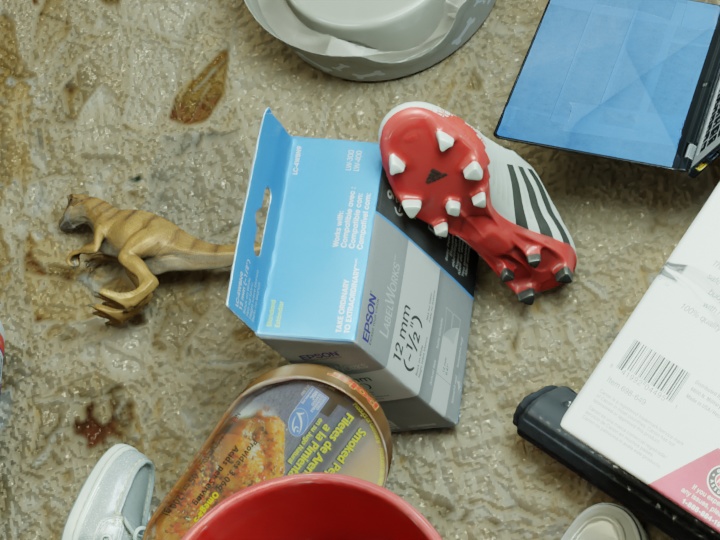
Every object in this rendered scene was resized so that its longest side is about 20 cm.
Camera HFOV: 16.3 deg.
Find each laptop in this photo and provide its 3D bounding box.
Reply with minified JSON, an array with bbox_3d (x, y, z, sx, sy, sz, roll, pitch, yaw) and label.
[{"bbox_3d":[0.210,-0.164,1.649,0.200,0.116,0.187,-43,16,42],"label":"laptop"}]

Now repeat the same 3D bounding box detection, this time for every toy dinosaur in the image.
[{"bbox_3d":[-0.143,-0.013,1.765,0.200,0.060,0.106,15,67,25],"label":"toy dinosaur"}]

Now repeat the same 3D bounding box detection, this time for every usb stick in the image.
[{"bbox_3d":[0.183,0.132,1.581,0.200,0.033,0.055,33,42,31],"label":"usb stick"}]

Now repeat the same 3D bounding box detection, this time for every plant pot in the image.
[{"bbox_3d":[-0.009,0.243,1.510,0.200,0.177,0.201,-8,61,15],"label":"plant pot"}]

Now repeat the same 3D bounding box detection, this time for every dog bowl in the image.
[{"bbox_3d":[0.014,-0.225,1.825,0.200,0.059,0.200,-8,61,15],"label":"dog bowl"}]

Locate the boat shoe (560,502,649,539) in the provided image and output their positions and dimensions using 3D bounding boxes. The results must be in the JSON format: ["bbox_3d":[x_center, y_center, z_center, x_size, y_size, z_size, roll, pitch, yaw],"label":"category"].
[{"bbox_3d":[0.123,0.228,1.538,0.072,0.066,0.200,16,69,27],"label":"boat shoe"}]

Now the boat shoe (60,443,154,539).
[{"bbox_3d":[-0.163,0.214,1.645,0.065,0.074,0.202,8,70,16],"label":"boat shoe"}]

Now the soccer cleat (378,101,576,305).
[{"bbox_3d":[0.075,-0.057,1.637,0.069,0.200,0.085,-29,43,24],"label":"soccer cleat"}]

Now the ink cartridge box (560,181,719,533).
[{"bbox_3d":[0.236,0.051,1.472,0.146,0.085,0.200,34,91,31],"label":"ink cartridge box"}]

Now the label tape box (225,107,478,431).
[{"bbox_3d":[0.000,0.000,1.621,0.066,0.200,0.144,-6,61,29],"label":"label tape box"}]

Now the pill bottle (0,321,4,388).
[{"bbox_3d":[-0.305,0.119,1.719,0.112,0.112,0.200,-8,61,15],"label":"pill bottle"}]

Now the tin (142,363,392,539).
[{"bbox_3d":[-0.058,0.148,1.601,0.112,0.042,0.200,37,110,2],"label":"tin"}]
